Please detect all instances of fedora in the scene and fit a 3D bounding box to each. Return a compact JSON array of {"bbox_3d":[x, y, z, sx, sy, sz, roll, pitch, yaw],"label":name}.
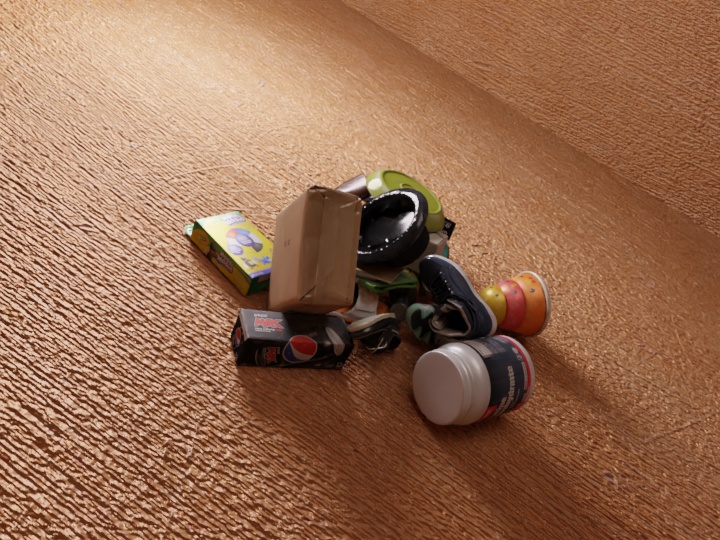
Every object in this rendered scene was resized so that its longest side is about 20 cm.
[{"bbox_3d":[0.063,-0.065,1.258,0.092,0.199,0.202,44,20,-35],"label":"fedora"}]

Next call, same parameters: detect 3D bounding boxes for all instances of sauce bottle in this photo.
[{"bbox_3d":[0.093,0.035,1.365,0.064,0.065,0.201,25,32,-5],"label":"sauce bottle"}]

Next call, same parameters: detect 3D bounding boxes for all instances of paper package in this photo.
[{"bbox_3d":[-0.083,-0.022,1.115,0.101,0.199,0.195,10,78,-21],"label":"paper package"}]

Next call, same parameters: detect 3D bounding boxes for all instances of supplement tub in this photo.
[{"bbox_3d":[0.203,0.195,1.156,0.197,0.142,0.141,-3,43,-40],"label":"supplement tub"}]

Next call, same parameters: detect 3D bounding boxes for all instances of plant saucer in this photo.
[{"bbox_3d":[0.103,-0.159,1.391,0.197,0.031,0.202,24,30,-15],"label":"plant saucer"}]

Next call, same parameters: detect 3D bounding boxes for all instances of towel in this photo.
[{"bbox_3d":[0.000,0.000,1.308,0.198,0.031,0.147,28,22,38],"label":"towel"}]

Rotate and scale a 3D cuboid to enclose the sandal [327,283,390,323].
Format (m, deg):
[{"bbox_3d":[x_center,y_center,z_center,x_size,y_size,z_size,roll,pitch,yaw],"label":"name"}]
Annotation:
[{"bbox_3d":[-0.023,0.056,1.249,0.203,0.060,0.080,13,35,-25],"label":"sandal"}]

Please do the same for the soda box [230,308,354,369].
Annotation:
[{"bbox_3d":[-0.113,0.118,1.088,0.196,0.064,0.071,7,37,-31],"label":"soda box"}]

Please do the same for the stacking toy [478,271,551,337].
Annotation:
[{"bbox_3d":[0.305,0.078,1.427,0.196,0.148,0.147,-2,41,-23],"label":"stacking toy"}]

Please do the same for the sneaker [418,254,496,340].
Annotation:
[{"bbox_3d":[0.156,0.047,1.213,0.203,0.077,0.145,48,27,25],"label":"sneaker"}]

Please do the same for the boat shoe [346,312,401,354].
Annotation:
[{"bbox_3d":[0.031,0.113,1.151,0.200,0.070,0.069,16,59,-72],"label":"boat shoe"}]

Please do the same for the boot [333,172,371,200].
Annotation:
[{"bbox_3d":[-0.050,-0.138,1.372,0.196,0.065,0.187,-21,29,-2],"label":"boot"}]

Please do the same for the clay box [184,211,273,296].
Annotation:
[{"bbox_3d":[-0.235,-0.045,1.235,0.200,0.048,0.114,43,34,20],"label":"clay box"}]

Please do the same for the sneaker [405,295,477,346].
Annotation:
[{"bbox_3d":[0.159,0.090,1.332,0.198,0.078,0.141,30,24,-30],"label":"sneaker"}]

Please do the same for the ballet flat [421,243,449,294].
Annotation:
[{"bbox_3d":[0.165,0.007,1.438,0.070,0.071,0.202,24,36,-7],"label":"ballet flat"}]

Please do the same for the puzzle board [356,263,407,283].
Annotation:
[{"bbox_3d":[-0.014,-0.022,1.288,0.196,0.018,0.151,18,19,13],"label":"puzzle board"}]

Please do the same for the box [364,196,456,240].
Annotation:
[{"bbox_3d":[0.111,-0.138,1.513,0.197,0.047,0.159,27,2,-12],"label":"box"}]

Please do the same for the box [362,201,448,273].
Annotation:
[{"bbox_3d":[0.081,-0.070,1.387,0.197,0.084,0.068,27,30,18],"label":"box"}]
